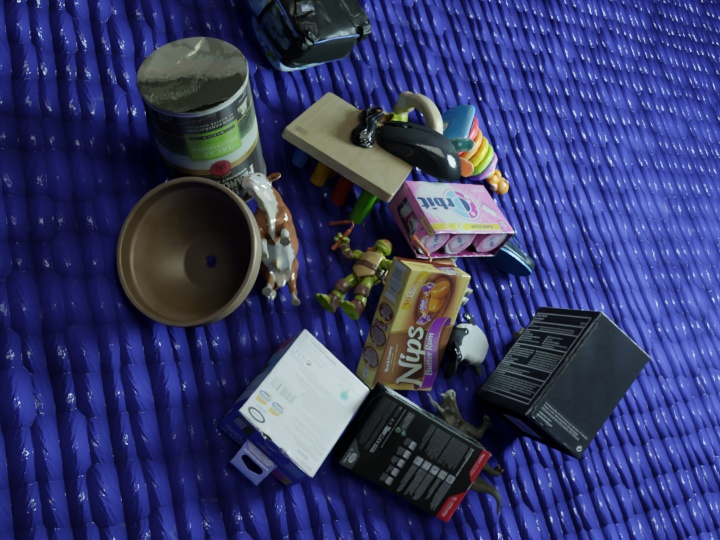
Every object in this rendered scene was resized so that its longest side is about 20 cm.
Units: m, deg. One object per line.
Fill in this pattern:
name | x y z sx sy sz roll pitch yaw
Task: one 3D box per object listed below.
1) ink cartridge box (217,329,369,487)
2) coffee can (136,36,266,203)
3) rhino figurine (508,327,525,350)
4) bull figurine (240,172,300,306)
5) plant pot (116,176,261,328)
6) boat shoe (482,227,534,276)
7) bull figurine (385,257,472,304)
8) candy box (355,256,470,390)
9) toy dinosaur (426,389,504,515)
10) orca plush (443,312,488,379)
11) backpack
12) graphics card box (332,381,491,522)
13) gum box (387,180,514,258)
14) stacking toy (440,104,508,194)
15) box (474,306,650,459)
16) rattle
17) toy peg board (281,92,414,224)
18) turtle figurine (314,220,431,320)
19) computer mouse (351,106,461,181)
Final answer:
ink cartridge box | -0.097 0.198 1.073 0.136 0.076 0.200 44 47 -7
coffee can | -0.216 -0.199 1.090 0.146 0.200 0.147 -1 55 1
rhino figurine | 0.343 0.186 1.403 0.087 0.060 0.200 -24 83 -38
bull figurine | -0.124 -0.043 1.117 0.065 0.200 0.121 -11 41 0
plant pot | -0.220 -0.020 1.064 0.201 0.201 0.093 67 9 13
boat shoe | 0.249 -0.063 1.453 0.200 0.084 0.069 35 62 -18
bull figurine | 0.124 0.011 1.322 0.200 0.065 0.121 -26 67 -42
candy box | 0.079 0.085 1.191 0.117 0.200 0.056 7 18 -33
toy dinosaur | 0.162 0.287 1.225 0.102 0.077 0.200 -7 75 -25
orca plush | 0.153 0.136 1.276 0.105 0.071 0.200 71 22 -10
backpack | -0.110 -0.457 1.369 0.183 0.147 0.200 -26 86 -40
graphics card box | 0.075 0.265 1.136 0.200 0.051 0.126 32 92 -18
gum box | 0.149 -0.086 1.319 0.200 0.066 0.114 -2 52 -38
stacking toy | 0.224 -0.216 1.519 0.200 0.116 0.110 39 52 -27
box | 0.319 0.172 1.252 0.123 0.200 0.198 40 81 -11
rattle | 0.091 -0.231 1.381 0.143 0.130 0.200 2 43 -47
toy peg board | -0.023 -0.181 1.313 0.199 0.098 0.200 32 34 2
turtle figurine | 0.000 0.000 1.238 0.200 0.064 0.161 24 60 28
computer mouse | 0.089 -0.218 1.310 0.200 0.053 0.139 27 34 -6
